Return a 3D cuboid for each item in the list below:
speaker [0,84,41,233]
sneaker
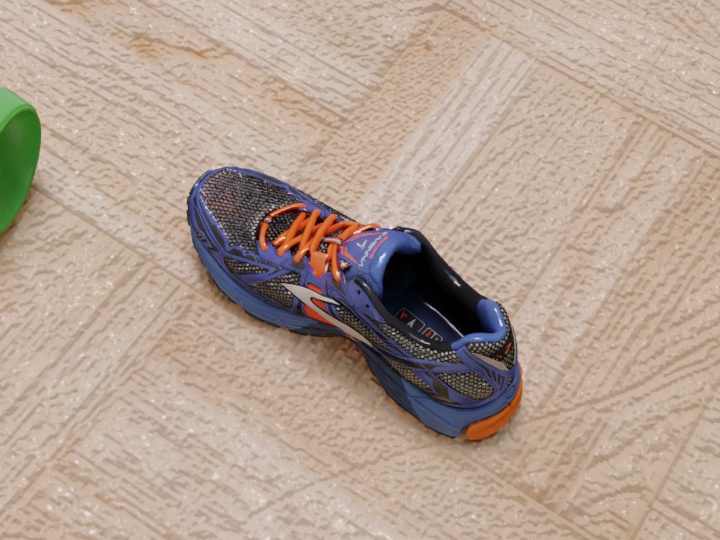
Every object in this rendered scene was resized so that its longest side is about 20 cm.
[{"bbox_3d":[-0.269,-0.082,0.719,0.198,0.089,0.089,20,58,7],"label":"speaker"},{"bbox_3d":[0.000,0.000,0.699,0.199,0.079,0.076,30,59,12],"label":"sneaker"}]
